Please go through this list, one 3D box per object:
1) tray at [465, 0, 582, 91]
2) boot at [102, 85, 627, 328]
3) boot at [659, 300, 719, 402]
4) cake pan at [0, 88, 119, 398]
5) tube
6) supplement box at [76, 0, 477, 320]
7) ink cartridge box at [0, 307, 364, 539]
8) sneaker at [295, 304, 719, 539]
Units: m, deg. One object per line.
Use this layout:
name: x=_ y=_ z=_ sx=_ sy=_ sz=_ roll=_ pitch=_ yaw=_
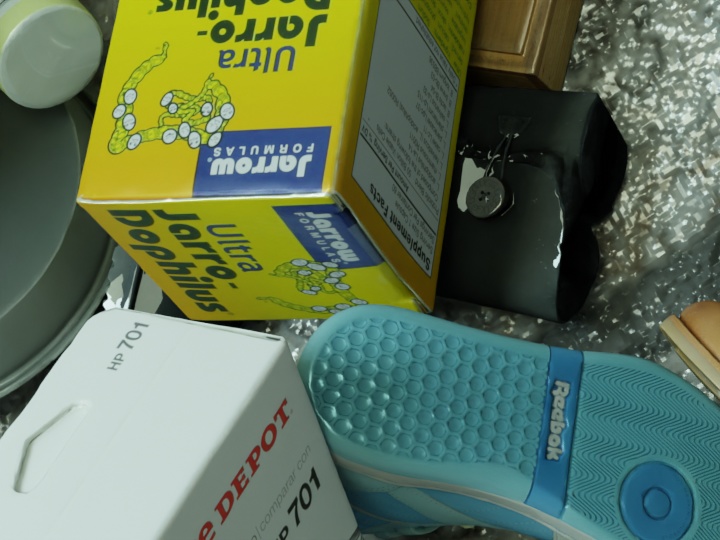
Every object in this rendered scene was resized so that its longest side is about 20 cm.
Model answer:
tray: x=0.059 y=-0.181 z=1.089 sx=0.098 sy=0.037 sz=0.201 roll=10 pitch=81 yaw=26
boot: x=0.000 y=-0.001 z=1.054 sx=0.199 sy=0.066 sz=0.166 roll=8 pitch=81 yaw=21
boot: x=0.226 y=0.022 z=0.937 sx=0.199 sy=0.077 sz=0.156 roll=32 pitch=91 yaw=25
cake pan: x=-0.203 y=-0.027 z=1.128 sx=0.199 sy=0.037 sz=0.202 roll=-4 pitch=62 yaw=8
tube: x=-0.182 y=-0.143 z=1.151 sx=0.200 sy=0.058 sz=0.052 roll=45 pitch=112 yaw=42
supplement box: x=-0.025 y=-0.093 z=1.002 sx=0.109 sy=0.109 sz=0.201 roll=-1 pitch=64 yaw=23
ink cartridge box: x=-0.066 y=0.137 z=0.927 sx=0.085 sy=0.201 sz=0.147 roll=10 pitch=48 yaw=29
sneaker: x=0.057 y=0.077 z=1.002 sx=0.199 sy=0.131 sz=0.080 roll=21 pitch=69 yaw=-9
